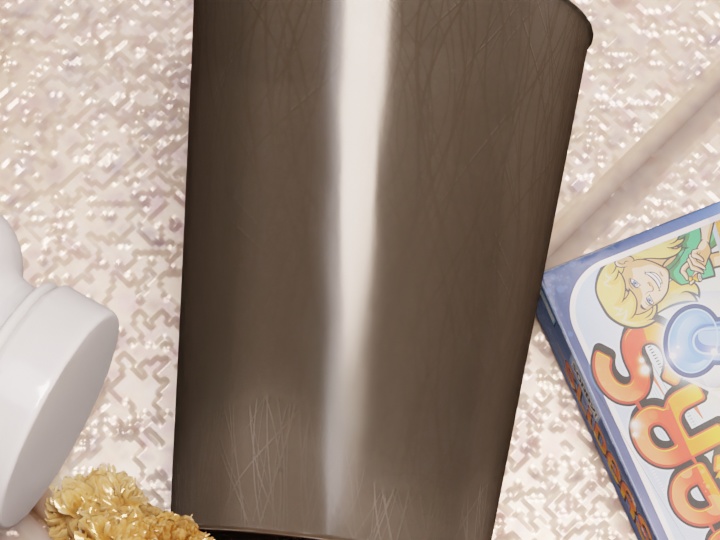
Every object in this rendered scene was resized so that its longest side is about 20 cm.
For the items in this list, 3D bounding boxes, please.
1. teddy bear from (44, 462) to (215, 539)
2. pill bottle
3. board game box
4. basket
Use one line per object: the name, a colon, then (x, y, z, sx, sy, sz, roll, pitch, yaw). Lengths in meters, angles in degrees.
teddy bear: (-0.105, 0.155, 0.905, 0.199, 0.067, 0.145, -30, 84, -26)
pill bottle: (-0.190, 0.007, 0.999, 0.199, 0.112, 0.113, 26, 73, 7)
board game box: (0.162, 0.070, 1.052, 0.135, 0.034, 0.201, -22, 74, -9)
basket: (0.000, 0.000, 1.010, 0.135, 0.180, 0.201, 2, 78, 28)
